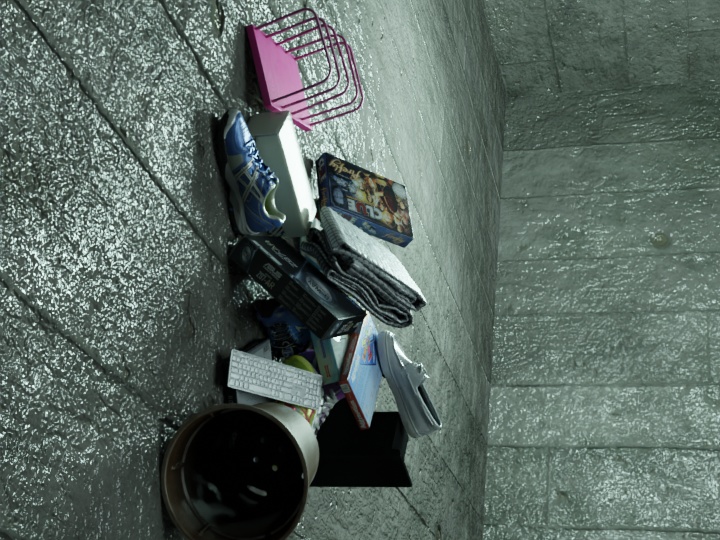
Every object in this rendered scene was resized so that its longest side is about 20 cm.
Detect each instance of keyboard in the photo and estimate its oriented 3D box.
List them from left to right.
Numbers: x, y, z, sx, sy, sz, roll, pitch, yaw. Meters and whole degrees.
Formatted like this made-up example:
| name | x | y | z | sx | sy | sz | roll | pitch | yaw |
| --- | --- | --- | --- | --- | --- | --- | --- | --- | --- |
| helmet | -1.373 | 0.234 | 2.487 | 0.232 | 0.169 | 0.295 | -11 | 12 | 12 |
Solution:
| name | x | y | z | sx | sy | sz | roll | pitch | yaw |
| --- | --- | --- | --- | --- | --- | --- | --- | --- | --- |
| keyboard | -0.128 | 0.169 | 1.620 | 0.199 | 0.011 | 0.057 | 23 | 60 | -45 |

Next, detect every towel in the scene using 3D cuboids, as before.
| name | x | y | z | sx | sy | sz | roll | pitch | yaw |
| --- | --- | --- | --- | --- | --- | --- | --- | --- | --- |
| towel | 0.000 | 0.000 | 1.779 | 0.199 | 0.086 | 0.166 | 34 | 13 | -27 |

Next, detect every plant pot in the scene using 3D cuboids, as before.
| name | x | y | z | sx | sy | sz | roll | pitch | yaw |
| --- | --- | --- | --- | --- | --- | --- | --- | --- | --- |
| plant pot | -0.148 | 0.269 | 1.460 | 0.198 | 0.198 | 0.202 | -12 | 100 | -81 |

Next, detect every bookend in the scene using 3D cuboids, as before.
| name | x | y | z | sx | sy | sz | roll | pitch | yaw |
| --- | --- | --- | --- | --- | --- | --- | --- | --- | --- |
| bookend | 0.004 | 0.284 | 1.919 | 0.201 | 0.197 | 0.093 | -76 | 155 | -44 |

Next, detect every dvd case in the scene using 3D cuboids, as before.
| name | x | y | z | sx | sy | sz | roll | pitch | yaw |
| --- | --- | --- | --- | --- | --- | --- | --- | --- | --- |
| dvd case | -0.168 | 0.221 | 1.655 | 0.150 | 0.025 | 0.202 | -32 | 118 | -71 |

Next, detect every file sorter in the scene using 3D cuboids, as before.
| name | x | y | z | sx | sy | sz | roll | pitch | yaw |
| --- | --- | --- | --- | --- | --- | --- | --- | --- | --- |
| file sorter | -0.085 | -0.337 | 1.777 | 0.200 | 0.124 | 0.140 | 14 | 60 | -72 |

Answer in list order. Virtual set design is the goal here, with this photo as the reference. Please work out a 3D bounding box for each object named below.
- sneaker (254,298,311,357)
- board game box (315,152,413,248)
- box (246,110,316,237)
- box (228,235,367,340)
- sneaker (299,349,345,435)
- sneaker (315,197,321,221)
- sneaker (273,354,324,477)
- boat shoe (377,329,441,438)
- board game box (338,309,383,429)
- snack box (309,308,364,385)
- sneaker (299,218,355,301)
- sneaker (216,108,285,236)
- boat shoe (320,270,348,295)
| name | x | y | z | sx | sy | sz | roll | pitch | yaw |
| --- | --- | --- | --- | --- | --- | --- | --- | --- | --- |
| sneaker | -0.118 | 0.095 | 1.744 | 0.200 | 0.078 | 0.090 | 38 | 49 | -69 |
| board game box | 0.008 | -0.133 | 2.022 | 0.199 | 0.035 | 0.136 | 19 | 47 | -32 |
| box | -0.132 | -0.156 | 1.742 | 0.082 | 0.068 | 0.201 | -72 | 154 | -52 |
| box | -0.095 | 0.024 | 1.661 | 0.044 | 0.200 | 0.160 | -51 | 167 | 11 |
| sneaker | -0.071 | 0.237 | 1.827 | 0.073 | 0.113 | 0.202 | 36 | 55 | -71 |
| sneaker | -0.026 | -0.108 | 2.044 | 0.200 | 0.095 | 0.080 | -34 | 120 | -71 |
| sneaker | -0.111 | 0.226 | 1.680 | 0.090 | 0.078 | 0.202 | 36 | 48 | -56 |
| boat shoe | 0.088 | 0.195 | 1.857 | 0.202 | 0.068 | 0.072 | 72 | 19 | 0 |
| board game box | 0.006 | 0.164 | 1.787 | 0.201 | 0.019 | 0.104 | -72 | 145 | -56 |
| snack box | -0.027 | 0.127 | 1.812 | 0.200 | 0.037 | 0.117 | 2 | 73 | -70 |
| sneaker | -0.059 | -0.018 | 1.952 | 0.077 | 0.080 | 0.201 | -72 | 153 | -44 |
| sneaker | -0.166 | -0.151 | 1.615 | 0.076 | 0.076 | 0.202 | -60 | 142 | -58 |
| boat shoe | -0.070 | 0.074 | 1.928 | 0.201 | 0.069 | 0.071 | 105 | -20 | -46 |
